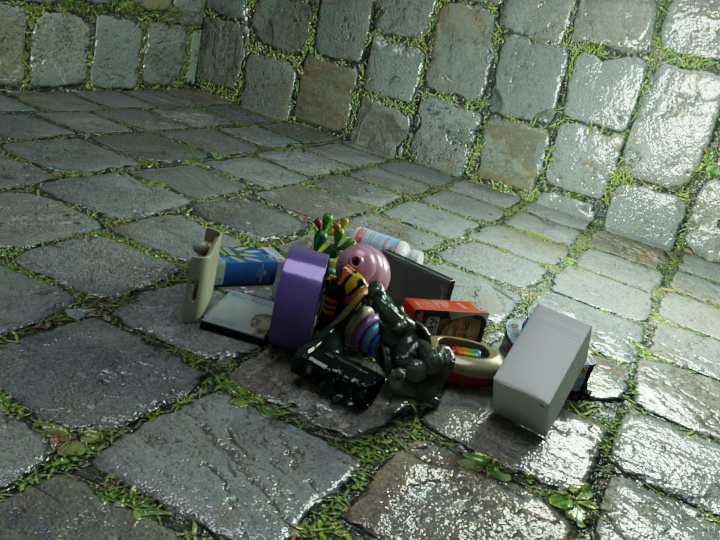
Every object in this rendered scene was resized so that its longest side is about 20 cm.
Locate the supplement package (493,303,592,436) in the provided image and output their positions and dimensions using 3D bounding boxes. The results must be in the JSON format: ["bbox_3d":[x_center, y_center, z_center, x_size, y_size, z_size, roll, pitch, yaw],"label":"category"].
[{"bbox_3d":[0.352,0.191,1.486,0.118,0.122,0.201,23,57,26],"label":"supplement package"}]

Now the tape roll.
[{"bbox_3d":[-0.122,0.058,1.544,0.083,0.204,0.200,12,19,0],"label":"tape roll"}]

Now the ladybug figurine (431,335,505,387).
[{"bbox_3d":[0.212,0.193,1.592,0.196,0.073,0.136,11,19,-6],"label":"ladybug figurine"}]

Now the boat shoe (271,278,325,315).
[{"bbox_3d":[-0.117,0.061,1.722,0.067,0.075,0.197,6,0,-43],"label":"boat shoe"}]

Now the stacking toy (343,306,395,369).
[{"bbox_3d":[0.062,0.164,1.546,0.199,0.086,0.085,39,28,20],"label":"stacking toy"}]

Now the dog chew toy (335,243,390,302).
[{"bbox_3d":[0.000,0.000,1.632,0.122,0.127,0.200,16,-8,9],"label":"dog chew toy"}]

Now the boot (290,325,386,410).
[{"bbox_3d":[-0.027,0.184,1.461,0.160,0.075,0.198,23,20,17],"label":"boot"}]

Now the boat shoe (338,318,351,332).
[{"bbox_3d":[-0.046,0.078,1.732,0.069,0.071,0.200,19,17,-17],"label":"boat shoe"}]

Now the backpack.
[{"bbox_3d":[0.402,0.174,1.677,0.186,0.157,0.201,0,24,-6],"label":"backpack"}]

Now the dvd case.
[{"bbox_3d":[-0.242,0.096,1.634,0.140,0.018,0.200,15,19,5],"label":"dvd case"}]

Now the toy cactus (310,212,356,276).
[{"bbox_3d":[-0.087,-0.036,1.838,0.162,0.204,0.102,-18,-9,9],"label":"toy cactus"}]

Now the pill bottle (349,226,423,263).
[{"bbox_3d":[0.066,-0.039,2.074,0.197,0.111,0.109,19,20,16],"label":"pill bottle"}]

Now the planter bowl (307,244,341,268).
[{"bbox_3d":[-0.087,-0.013,1.938,0.196,0.085,0.201,13,19,-4],"label":"planter bowl"}]

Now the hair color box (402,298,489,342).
[{"bbox_3d":[0.185,0.123,1.722,0.196,0.104,0.061,3,21,-26],"label":"hair color box"}]

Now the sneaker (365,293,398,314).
[{"bbox_3d":[0.048,0.114,1.695,0.085,0.078,0.201,39,31,-7],"label":"sneaker"}]

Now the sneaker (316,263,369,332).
[{"bbox_3d":[-0.046,0.055,1.565,0.069,0.200,0.091,-31,82,-38],"label":"sneaker"}]

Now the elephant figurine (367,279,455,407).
[{"bbox_3d":[0.083,0.138,1.448,0.140,0.157,0.201,3,37,-40],"label":"elephant figurine"}]

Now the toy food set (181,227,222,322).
[{"bbox_3d":[-0.343,0.006,1.623,0.059,0.146,0.201,12,20,-5],"label":"toy food set"}]

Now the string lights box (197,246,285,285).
[{"bbox_3d":[-0.283,-0.012,1.839,0.197,0.060,0.102,-2,23,-38],"label":"string lights box"}]

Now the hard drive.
[{"bbox_3d":[0.122,0.051,1.817,0.198,0.142,0.033,25,22,30],"label":"hard drive"}]
